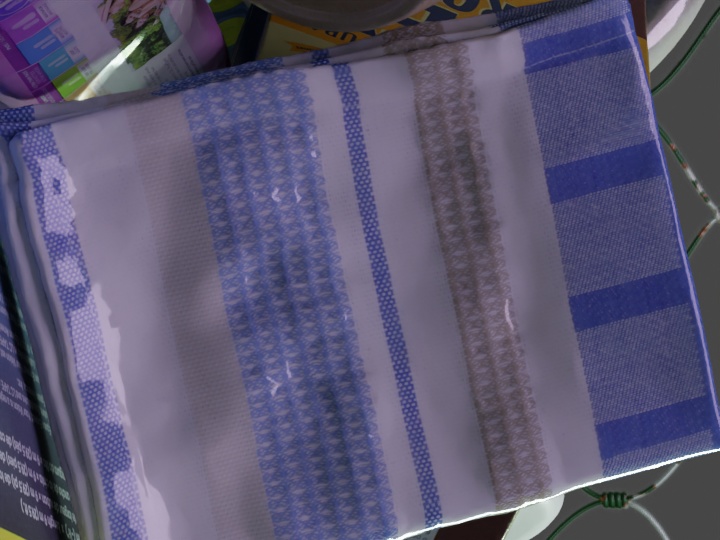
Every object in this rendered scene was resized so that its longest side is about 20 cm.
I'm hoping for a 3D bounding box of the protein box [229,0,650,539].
[{"bbox_3d":[0.000,0.000,0.884,0.199,0.134,0.201,-81,-166,-61],"label":"protein box"}]

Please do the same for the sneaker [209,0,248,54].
[{"bbox_3d":[-0.067,-0.037,1.135,0.083,0.070,0.201,-8,101,-78],"label":"sneaker"}]

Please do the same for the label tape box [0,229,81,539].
[{"bbox_3d":[-0.121,0.049,0.716,0.143,0.066,0.201,60,19,-74],"label":"label tape box"}]

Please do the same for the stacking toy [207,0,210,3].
[{"bbox_3d":[-0.098,-0.094,0.930,0.200,0.085,0.086,-68,160,-45],"label":"stacking toy"}]

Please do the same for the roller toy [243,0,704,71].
[{"bbox_3d":[0.047,-0.131,1.056,0.140,0.200,0.183,53,12,-25],"label":"roller toy"}]

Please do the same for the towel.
[{"bbox_3d":[0.001,0.006,0.731,0.024,0.199,0.148,-175,-107,-78],"label":"towel"}]

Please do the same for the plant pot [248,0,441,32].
[{"bbox_3d":[0.025,-0.166,0.757,0.188,0.187,0.200,84,29,-45],"label":"plant pot"}]

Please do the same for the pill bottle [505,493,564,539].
[{"bbox_3d":[0.017,0.025,1.139,0.116,0.115,0.201,72,6,-66],"label":"pill bottle"}]

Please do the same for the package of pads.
[{"bbox_3d":[-0.107,-0.111,0.722,0.121,0.076,0.200,55,-2,16],"label":"package of pads"}]
